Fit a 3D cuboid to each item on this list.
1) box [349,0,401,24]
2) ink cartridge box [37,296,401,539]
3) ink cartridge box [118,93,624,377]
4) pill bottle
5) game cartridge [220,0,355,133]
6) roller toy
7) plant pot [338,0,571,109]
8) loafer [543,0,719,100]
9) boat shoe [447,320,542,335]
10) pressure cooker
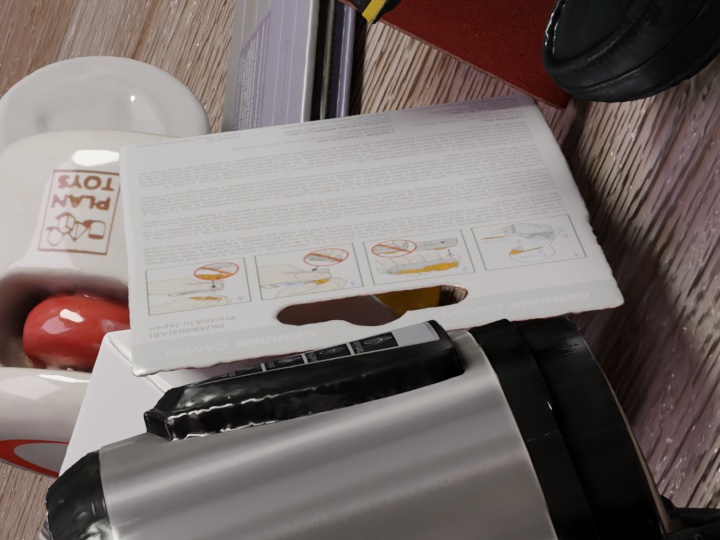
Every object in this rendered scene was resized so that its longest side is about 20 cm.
[{"bbox_3d":[0.066,-0.164,0.881,0.200,0.049,0.160,-42,4,-2],"label":"box"},{"bbox_3d":[-0.047,0.118,1.046,0.084,0.144,0.201,37,119,33],"label":"ink cartridge box"},{"bbox_3d":[0.000,0.000,0.970,0.200,0.161,0.050,-103,6,-64],"label":"ink cartridge box"},{"bbox_3d":[-0.132,-0.001,1.433,0.201,0.110,0.111,95,173,-46],"label":"pill bottle"},{"bbox_3d":[-0.036,-0.073,1.370,0.130,0.038,0.201,126,151,-59],"label":"game cartridge"},{"bbox_3d":[-0.077,0.018,1.179,0.200,0.181,0.141,158,124,-68],"label":"roller toy"},{"bbox_3d":[0.015,-0.206,1.081,0.177,0.199,0.200,-60,21,12],"label":"plant pot"},{"bbox_3d":[0.102,-0.116,0.893,0.201,0.070,0.069,135,145,-58],"label":"loafer"},{"bbox_3d":[0.033,0.108,0.975,0.201,0.071,0.068,-67,24,18],"label":"boat shoe"},{"bbox_3d":[0.025,0.108,0.797,0.176,0.199,0.179,-110,4,-50],"label":"pressure cooker"}]
